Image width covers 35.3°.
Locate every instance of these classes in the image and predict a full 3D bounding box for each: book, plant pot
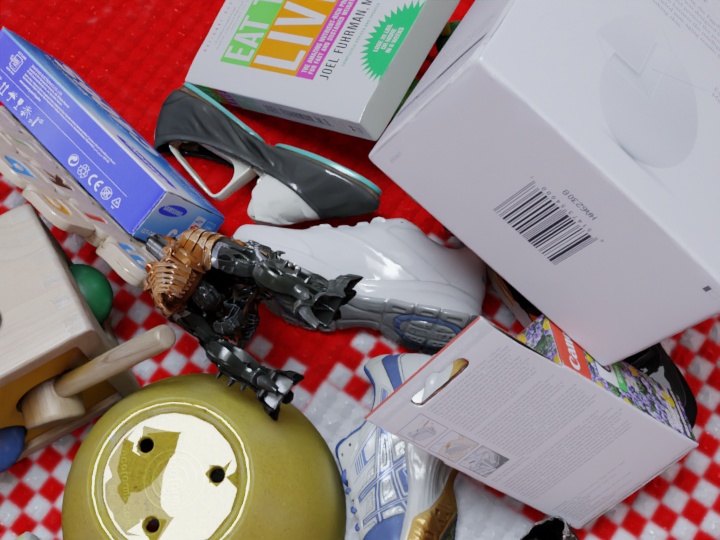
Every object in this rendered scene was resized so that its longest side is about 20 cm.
[{"bbox_3d":[-0.033,-0.175,0.864,0.199,0.048,0.134,18,73,41],"label":"book"},{"bbox_3d":[-0.111,0.151,0.739,0.198,0.142,0.202,-1,70,2],"label":"plant pot"}]

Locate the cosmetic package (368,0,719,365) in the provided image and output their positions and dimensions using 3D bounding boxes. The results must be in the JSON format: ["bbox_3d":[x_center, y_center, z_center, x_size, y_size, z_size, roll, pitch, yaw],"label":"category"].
[{"bbox_3d":[0.146,-0.091,0.692,0.199,0.123,0.201,41,54,-10],"label":"cosmetic package"}]

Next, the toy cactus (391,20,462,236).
[{"bbox_3d":[0.090,-0.127,0.878,0.164,0.102,0.201,-13,66,-23],"label":"toy cactus"}]

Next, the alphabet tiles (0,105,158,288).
[{"bbox_3d":[-0.200,-0.053,0.797,0.200,0.196,0.015,43,96,15],"label":"alphabet tiles"}]

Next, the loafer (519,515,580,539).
[{"bbox_3d":[0.069,0.221,0.721,0.199,0.072,0.073,-32,28,-29],"label":"loafer"}]

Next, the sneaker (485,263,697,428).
[{"bbox_3d":[0.162,0.037,0.800,0.070,0.090,0.200,-36,72,-11],"label":"sneaker"}]

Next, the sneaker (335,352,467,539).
[{"bbox_3d":[0.021,0.154,0.782,0.087,0.075,0.201,7,67,23],"label":"sneaker"}]

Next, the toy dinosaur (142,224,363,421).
[{"bbox_3d":[-0.088,0.020,0.709,0.135,0.200,0.103,33,117,8],"label":"toy dinosaur"}]

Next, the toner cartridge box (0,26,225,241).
[{"bbox_3d":[-0.196,-0.094,0.847,0.200,0.095,0.043,43,96,20],"label":"toner cartridge box"}]

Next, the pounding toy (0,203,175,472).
[{"bbox_3d":[-0.225,0.061,0.754,0.199,0.184,0.143,-28,71,-9],"label":"pounding toy"}]

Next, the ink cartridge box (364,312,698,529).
[{"bbox_3d":[0.107,0.087,0.719,0.109,0.199,0.051,-43,32,27],"label":"ink cartridge box"}]

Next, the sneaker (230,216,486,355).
[{"bbox_3d":[0.000,0.000,0.841,0.198,0.075,0.088,15,56,3],"label":"sneaker"}]

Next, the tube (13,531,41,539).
[{"bbox_3d":[-0.292,0.255,0.758,0.199,0.052,0.058,-35,31,-5],"label":"tube"}]

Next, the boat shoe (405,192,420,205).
[{"bbox_3d":[0.121,-0.077,0.778,0.199,0.063,0.074,-5,46,-31],"label":"boat shoe"}]

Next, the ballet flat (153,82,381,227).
[{"bbox_3d":[-0.078,-0.073,0.869,0.199,0.068,0.069,29,82,23],"label":"ballet flat"}]
